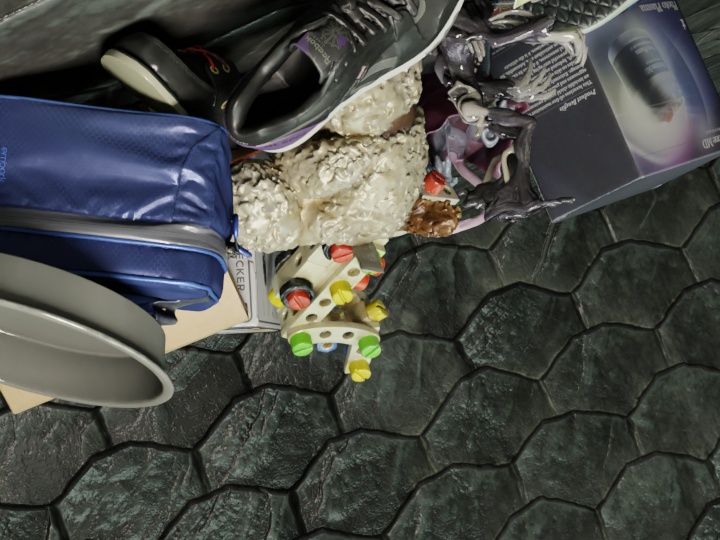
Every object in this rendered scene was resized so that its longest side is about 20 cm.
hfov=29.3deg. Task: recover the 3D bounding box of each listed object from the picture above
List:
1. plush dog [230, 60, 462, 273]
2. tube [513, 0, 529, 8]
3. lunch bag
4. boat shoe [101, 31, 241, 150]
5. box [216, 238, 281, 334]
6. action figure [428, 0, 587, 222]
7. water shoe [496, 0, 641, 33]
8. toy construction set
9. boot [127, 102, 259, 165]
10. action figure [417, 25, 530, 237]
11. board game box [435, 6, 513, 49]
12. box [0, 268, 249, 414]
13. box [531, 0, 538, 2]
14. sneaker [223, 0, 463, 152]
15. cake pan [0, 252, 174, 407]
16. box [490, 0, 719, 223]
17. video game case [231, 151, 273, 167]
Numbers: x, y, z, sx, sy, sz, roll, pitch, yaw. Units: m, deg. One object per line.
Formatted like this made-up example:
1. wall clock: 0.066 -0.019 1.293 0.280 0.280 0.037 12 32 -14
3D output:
1. plush dog: -0.001 -0.112 1.017 0.160 0.172 0.200 16 -140 21
2. tube: 0.179 -0.242 0.912 0.200 0.058 0.052 -33 -156 -26
3. lunch bag: -0.171 -0.031 0.921 0.199 0.133 0.136 6 172 0
4. boat shoe: -0.121 -0.129 0.954 0.063 0.074 0.201 -53 166 -1
5. box: -0.105 -0.005 1.182 0.060 0.117 0.200 -3 177 4
6. action figure: 0.102 -0.137 0.977 0.102 0.201 0.119 -11 177 -5
7. water shoe: 0.208 -0.243 1.156 0.200 0.072 0.079 -21 -179 11
8. toy construction set: 0.000 0.000 1.141 0.131 0.092 0.200 19 115 -32
9. boot: -0.142 -0.101 1.129 0.200 0.075 0.107 -21 -179 -30
10. action figure: 0.085 -0.143 1.249 0.134 0.149 0.200 -13 -153 -8
11. board game box: 0.097 -0.223 1.091 0.200 0.019 0.103 -25 169 27
12. box: -0.206 0.004 1.042 0.200 0.164 0.021 -22 -157 -1
13. box: 0.107 -0.227 0.921 0.039 0.042 0.200 -23 171 15
14. sneaker: -0.005 -0.147 0.883 0.200 0.076 0.088 -44 -178 9
15. cake pan: -0.212 0.037 0.878 0.200 0.037 0.200 12 159 5
16. box: 0.245 -0.174 1.349 0.200 0.199 0.123 -19 175 -46
17. video game case: -0.163 -0.071 1.353 0.200 0.046 0.181 -24 -173 14
